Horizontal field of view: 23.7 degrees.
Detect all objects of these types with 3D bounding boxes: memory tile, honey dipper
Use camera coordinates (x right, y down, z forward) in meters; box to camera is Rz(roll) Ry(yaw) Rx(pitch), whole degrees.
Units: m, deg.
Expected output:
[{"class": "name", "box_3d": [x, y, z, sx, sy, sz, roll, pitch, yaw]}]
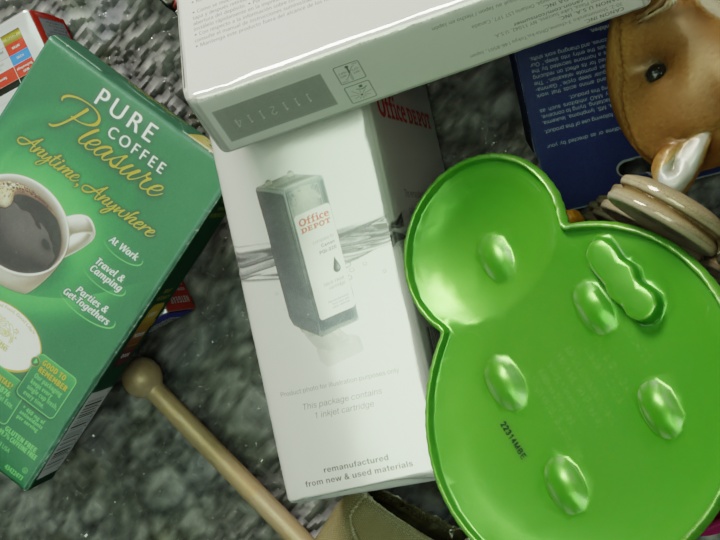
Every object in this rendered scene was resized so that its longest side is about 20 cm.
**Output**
[{"class": "memory tile", "box_3d": [0.173, 0.003, 0.766, 0.153, 0.200, 0.017, 30, 90, 3]}, {"class": "honey dipper", "box_3d": [-0.056, 0.119, 0.910, 0.200, 0.038, 0.038, 44, 100, 10]}]

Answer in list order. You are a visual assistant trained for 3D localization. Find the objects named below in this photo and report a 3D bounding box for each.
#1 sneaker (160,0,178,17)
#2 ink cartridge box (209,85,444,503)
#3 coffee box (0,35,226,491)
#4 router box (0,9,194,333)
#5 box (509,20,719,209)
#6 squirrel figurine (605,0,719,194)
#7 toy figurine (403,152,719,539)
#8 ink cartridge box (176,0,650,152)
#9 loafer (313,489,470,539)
[{"class": "sneaker", "box_3d": [-0.090, -0.192, 0.894, 0.087, 0.074, 0.200, -43, 82, 9]}, {"class": "ink cartridge box", "box_3d": [0.000, 0.000, 0.839, 0.084, 0.146, 0.202, -11, 88, 15]}, {"class": "coffee box", "box_3d": [-0.157, -0.003, 0.876, 0.123, 0.044, 0.201, 34, 98, 9]}, {"class": "router box", "box_3d": [-0.218, -0.015, 0.938, 0.199, 0.049, 0.180, -26, 85, 12]}, {"class": "box", "box_3d": [0.126, -0.136, 0.831, 0.120, 0.032, 0.201, -14, 111, 1]}, {"class": "squirrel figurine", "box_3d": [0.209, -0.084, 0.734, 0.186, 0.142, 0.200, -33, 109, 18]}, {"class": "toy figurine", "box_3d": [0.127, 0.051, 0.781, 0.150, 0.184, 0.201, -43, 59, 20]}, {"class": "ink cartridge box", "box_3d": [0.013, -0.161, 0.765, 0.199, 0.045, 0.177, -18, 55, 12]}, {"class": "loafer", "box_3d": [0.069, 0.152, 0.836, 0.198, 0.076, 0.068, 12, 94, 5]}]
